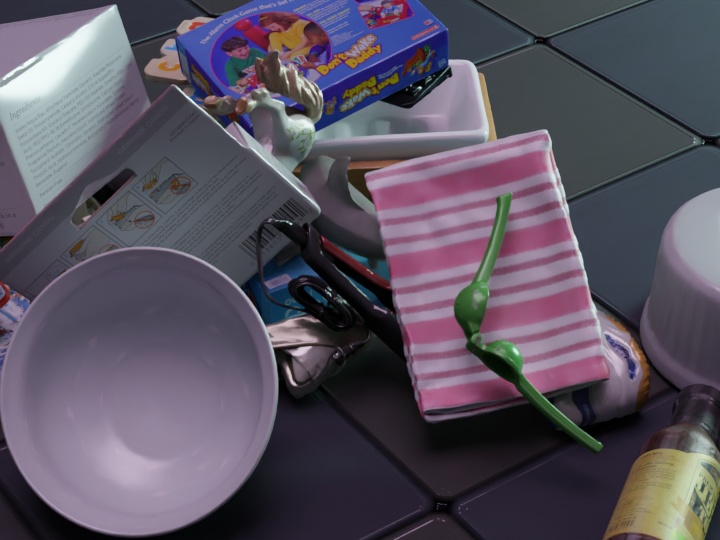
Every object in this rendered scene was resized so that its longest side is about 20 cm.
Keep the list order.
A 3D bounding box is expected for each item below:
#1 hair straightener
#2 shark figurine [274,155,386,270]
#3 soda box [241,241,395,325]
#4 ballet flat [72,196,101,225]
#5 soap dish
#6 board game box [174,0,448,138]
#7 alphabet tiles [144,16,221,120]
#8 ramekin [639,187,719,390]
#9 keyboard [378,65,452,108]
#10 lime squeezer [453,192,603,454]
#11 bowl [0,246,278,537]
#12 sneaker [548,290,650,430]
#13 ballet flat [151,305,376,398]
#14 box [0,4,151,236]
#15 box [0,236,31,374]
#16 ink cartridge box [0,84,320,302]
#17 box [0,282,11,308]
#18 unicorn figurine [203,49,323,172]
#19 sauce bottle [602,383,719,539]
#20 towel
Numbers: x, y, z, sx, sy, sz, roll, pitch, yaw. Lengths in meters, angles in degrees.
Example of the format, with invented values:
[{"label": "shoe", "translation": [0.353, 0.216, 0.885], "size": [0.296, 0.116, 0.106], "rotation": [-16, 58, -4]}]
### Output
[{"label": "hair straightener", "translation": [-0.003, 0.031, 1.302], "size": [0.041, 0.200, 0.077], "rotation": [-19, 38, 57]}, {"label": "shark figurine", "translation": [0.015, -0.050, 1.350], "size": [0.214, 0.090, 0.128], "rotation": [20, 41, 31]}, {"label": "soda box", "translation": [0.000, 0.000, 1.413], "size": [0.199, 0.068, 0.064], "rotation": [-18, 39, -22]}, {"label": "ballet flat", "translation": [-0.227, -0.029, 1.467], "size": [0.068, 0.063, 0.200], "rotation": [-21, 39, -22]}, {"label": "soap dish", "translation": [0.020, -0.121, 1.570], "size": [0.199, 0.082, 0.158], "rotation": [-2, 36, -2]}, {"label": "board game box", "translation": [-0.042, -0.192, 1.515], "size": [0.199, 0.045, 0.135], "rotation": [-28, 54, -17]}, {"label": "alphabet tiles", "translation": [-0.089, -0.189, 1.590], "size": [0.194, 0.015, 0.200], "rotation": [10, 37, 13]}, {"label": "ramekin", "translation": [0.321, 0.016, 1.353], "size": [0.199, 0.098, 0.201], "rotation": [-1, 35, 1]}, {"label": "keyboard", "translation": [-0.013, -0.207, 1.571], "size": [0.199, 0.040, 0.104], "rotation": [21, 41, 25]}, {"label": "lime squeezer", "translation": [0.107, 0.046, 1.247], "size": [0.070, 0.038, 0.201], "rotation": [-10, 73, -30]}, {"label": "bowl", "translation": [-0.150, 0.091, 1.239], "size": [0.200, 0.090, 0.202], "rotation": [-1, 78, 6]}, {"label": "sneaker", "translation": [0.137, 0.042, 1.338], "size": [0.088, 0.076, 0.200], "rotation": [-19, 42, -19]}, {"label": "ballet flat", "translation": [-0.072, 0.072, 1.327], "size": [0.199, 0.070, 0.070], "rotation": [-8, 36, -11]}, {"label": "box", "translation": [-0.314, -0.124, 1.489], "size": [0.198, 0.131, 0.200], "rotation": [-3, 26, 30]}, {"label": "box", "translation": [-0.306, 0.042, 1.389], "size": [0.136, 0.040, 0.200], "rotation": [-15, 38, -18]}, {"label": "ink cartridge box", "translation": [-0.157, -0.033, 1.302], "size": [0.200, 0.176, 0.045], "rotation": [-42, 40, 9]}, {"label": "box", "translation": [-0.375, 0.038, 1.291], "size": [0.200, 0.100, 0.095], "rotation": [-45, 44, -18]}, {"label": "unicorn figurine", "translation": [-0.094, -0.074, 1.399], "size": [0.137, 0.200, 0.074], "rotation": [22, 28, -55]}, {"label": "sauce bottle", "translation": [0.214, 0.151, 1.195], "size": [0.064, 0.065, 0.200], "rotation": [12, 39, 18]}, {"label": "towel", "translation": [0.092, 0.002, 1.282], "size": [0.145, 0.030, 0.201], "rotation": [-14, 77, 4]}]
